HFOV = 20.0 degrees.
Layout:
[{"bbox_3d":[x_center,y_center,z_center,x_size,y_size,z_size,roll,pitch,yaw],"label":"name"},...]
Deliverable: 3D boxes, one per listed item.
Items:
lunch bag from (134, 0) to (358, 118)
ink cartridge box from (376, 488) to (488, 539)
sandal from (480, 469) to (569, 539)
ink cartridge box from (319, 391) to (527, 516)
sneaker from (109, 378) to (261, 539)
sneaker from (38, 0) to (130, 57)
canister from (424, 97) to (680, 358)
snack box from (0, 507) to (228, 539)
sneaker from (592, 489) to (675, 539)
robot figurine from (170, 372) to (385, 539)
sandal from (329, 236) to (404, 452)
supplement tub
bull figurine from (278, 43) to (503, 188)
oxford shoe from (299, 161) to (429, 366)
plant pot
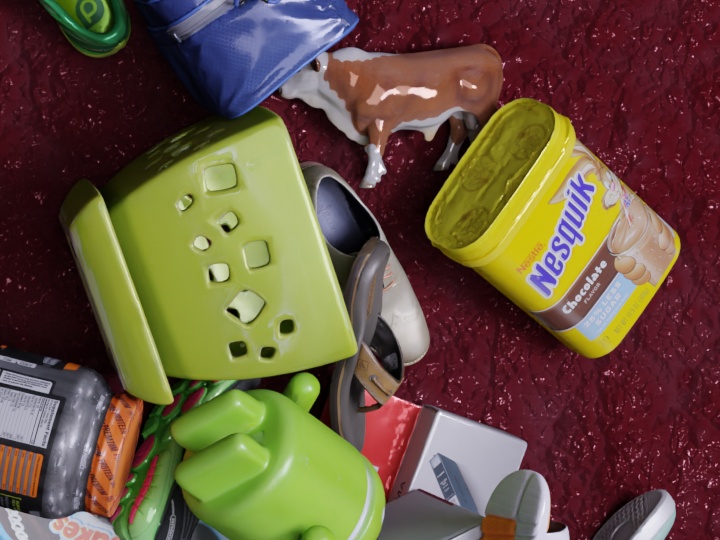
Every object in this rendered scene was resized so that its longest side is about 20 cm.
[{"bbox_3d":[-0.099,-0.210,1.604,0.136,0.200,0.132,-38,102,-6],"label":"lunch bag"},{"bbox_3d":[0.072,0.297,1.686,0.083,0.146,0.200,-23,103,-19],"label":"ink cartridge box"},{"bbox_3d":[0.131,0.254,1.592,0.059,0.079,0.207,2,101,-27],"label":"sandal"},{"bbox_3d":[0.029,0.212,1.764,0.176,0.045,0.200,20,88,-19],"label":"ink cartridge box"},{"bbox_3d":[-0.135,0.153,1.672,0.084,0.077,0.200,48,55,-29],"label":"sneaker"},{"bbox_3d":[-0.246,-0.256,1.612,0.074,0.084,0.200,-44,105,-10],"label":"sneaker"},{"bbox_3d":[0.168,-0.032,1.739,0.200,0.087,0.149,38,85,-37],"label":"canister"},{"bbox_3d":[-0.207,0.207,1.688,0.200,0.037,0.116,33,83,-18],"label":"snack box"},{"bbox_3d":[0.249,0.299,1.826,0.118,0.074,0.201,31,94,-12],"label":"sneaker"},{"bbox_3d":[-0.061,0.170,1.608,0.116,0.176,0.200,-31,133,21],"label":"robot figurine"},{"bbox_3d":[0.012,0.068,1.683,0.054,0.082,0.200,13,112,8],"label":"sandal"},{"bbox_3d":[-0.277,0.121,1.584,0.200,0.123,0.123,15,90,2],"label":"supplement tub"},{"bbox_3d":[0.033,-0.137,1.725,0.200,0.065,0.122,-8,100,-17],"label":"bull figurine"},{"bbox_3d":[0.000,0.000,1.720,0.071,0.074,0.200,-39,105,-12],"label":"oxford shoe"},{"bbox_3d":[-0.131,-0.009,1.617,0.181,0.200,0.199,-20,101,-8],"label":"plant pot"}]
